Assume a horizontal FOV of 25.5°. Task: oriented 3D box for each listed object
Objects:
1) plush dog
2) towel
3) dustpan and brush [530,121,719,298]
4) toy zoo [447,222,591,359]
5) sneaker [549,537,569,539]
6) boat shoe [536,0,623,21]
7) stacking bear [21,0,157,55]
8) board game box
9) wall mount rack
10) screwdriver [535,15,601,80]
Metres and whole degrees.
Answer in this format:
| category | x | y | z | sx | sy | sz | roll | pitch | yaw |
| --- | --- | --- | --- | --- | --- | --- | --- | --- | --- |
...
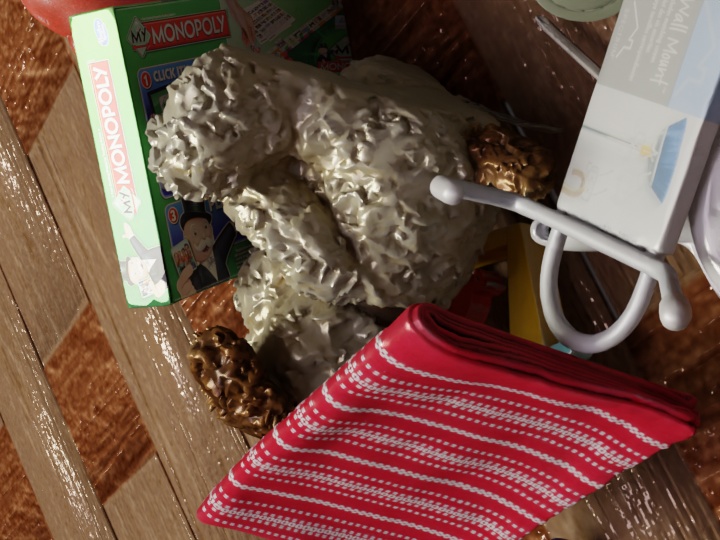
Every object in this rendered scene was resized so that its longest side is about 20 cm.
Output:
| category | x | y | z | sx | sy | sz | roll | pitch | yaw |
| --- | --- | --- | --- | --- | --- | --- | --- | --- | --- |
| plush dog | 0.000 | 0.000 | 0.735 | 0.160 | 0.200 | 0.173 | 25 | 108 | 27 |
| towel | 0.033 | 0.085 | 0.687 | 0.200 | 0.144 | 0.023 | -45 | 34 | 46 |
| dustpan and brush | 0.151 | -0.023 | 0.619 | 0.199 | 0.057 | 0.140 | -3 | 88 | 27 |
| toy zoo | 0.041 | 0.055 | 0.802 | 0.200 | 0.020 | 0.132 | -19 | 66 | 48 |
| sneaker | 0.065 | 0.194 | 0.853 | 0.200 | 0.080 | 0.084 | -35 | 59 | 46 |
| boat shoe | 0.103 | -0.199 | 0.635 | 0.071 | 0.061 | 0.202 | 9 | 129 | 5 |
| stacking bear | -0.098 | -0.200 | 0.777 | 0.121 | 0.114 | 0.200 | 42 | 108 | 17 |
| board game box | -0.059 | -0.071 | 0.789 | 0.029 | 0.200 | 0.135 | -6 | 100 | 31 |
| wall mount rack | 0.103 | -0.059 | 0.575 | 0.174 | 0.074 | 0.201 | 31 | 107 | 55 |
| screwdriver | 0.135 | -0.047 | 0.676 | 0.200 | 0.028 | 0.029 | 44 | 107 | 31 |
